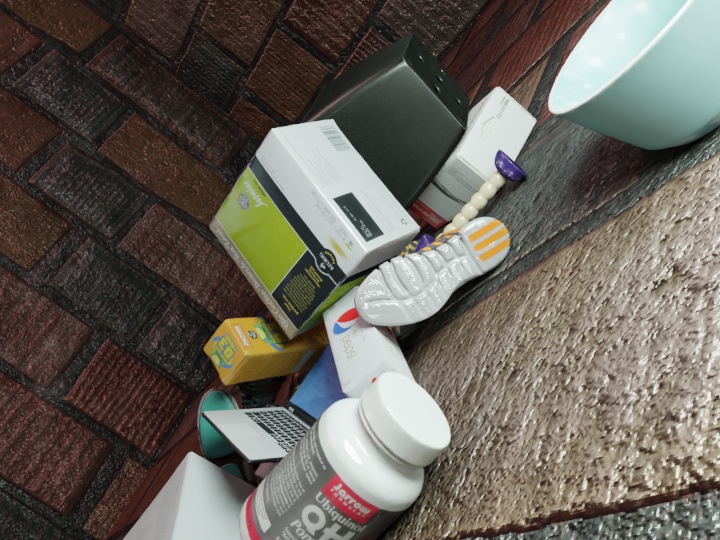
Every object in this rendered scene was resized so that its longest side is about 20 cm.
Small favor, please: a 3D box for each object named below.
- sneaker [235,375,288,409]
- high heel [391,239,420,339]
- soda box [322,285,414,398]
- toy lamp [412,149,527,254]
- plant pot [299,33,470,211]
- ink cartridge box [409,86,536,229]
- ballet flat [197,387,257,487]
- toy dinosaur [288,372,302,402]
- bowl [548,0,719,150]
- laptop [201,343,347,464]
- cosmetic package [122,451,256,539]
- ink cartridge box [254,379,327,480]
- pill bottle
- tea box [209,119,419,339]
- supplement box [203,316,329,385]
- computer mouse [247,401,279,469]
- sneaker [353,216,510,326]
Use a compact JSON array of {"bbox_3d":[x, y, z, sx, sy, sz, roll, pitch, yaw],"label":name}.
[{"bbox_3d":[-0.163,0.182,1.113,0.200,0.073,0.089,57,-131,-70],"label":"sneaker"},{"bbox_3d":[0.063,0.030,1.023,0.200,0.072,0.142,-47,26,-19],"label":"high heel"},{"bbox_3d":[0.008,0.096,0.848,0.063,0.068,0.200,-39,23,6],"label":"soda box"},{"bbox_3d":[0.140,-0.069,0.962,0.200,0.058,0.058,-48,11,19],"label":"toy lamp"},{"bbox_3d":[0.054,-0.225,1.057,0.177,0.200,0.200,-36,19,29],"label":"plant pot"},{"bbox_3d":[0.163,-0.168,1.100,0.145,0.083,0.200,-58,10,-23],"label":"ink cartridge box"},{"bbox_3d":[-0.193,0.272,1.046,0.073,0.203,0.074,-11,-6,-1],"label":"ballet flat"},{"bbox_3d":[-0.096,0.205,1.167,0.201,0.058,0.102,121,166,-52],"label":"toy dinosaur"},{"bbox_3d":[0.267,-0.184,0.602,0.202,0.105,0.201,-52,9,12],"label":"bowl"},{"bbox_3d":[-0.080,0.156,0.921,0.187,0.198,0.118,13,98,60],"label":"laptop"},{"bbox_3d":[-0.232,0.385,0.904,0.201,0.122,0.200,-53,18,15],"label":"cosmetic package"},{"bbox_3d":[-0.088,0.226,1.061,0.201,0.043,0.173,-58,12,-21],"label":"ink cartridge box"},{"bbox_3d":[-0.013,0.187,0.637,0.200,0.110,0.111,-50,10,21],"label":"pill bottle"},{"bbox_3d":[-0.066,-0.056,0.952,0.133,0.201,0.197,-23,-18,-52],"label":"tea box"},{"bbox_3d":[-0.125,0.109,1.025,0.199,0.067,0.069,-2,-41,-53],"label":"supplement box"},{"bbox_3d":[-0.173,0.264,1.155,0.201,0.138,0.046,84,177,-51],"label":"computer mouse"},{"bbox_3d":[0.083,0.007,0.853,0.198,0.078,0.112,-25,-1,-4],"label":"sneaker"}]
